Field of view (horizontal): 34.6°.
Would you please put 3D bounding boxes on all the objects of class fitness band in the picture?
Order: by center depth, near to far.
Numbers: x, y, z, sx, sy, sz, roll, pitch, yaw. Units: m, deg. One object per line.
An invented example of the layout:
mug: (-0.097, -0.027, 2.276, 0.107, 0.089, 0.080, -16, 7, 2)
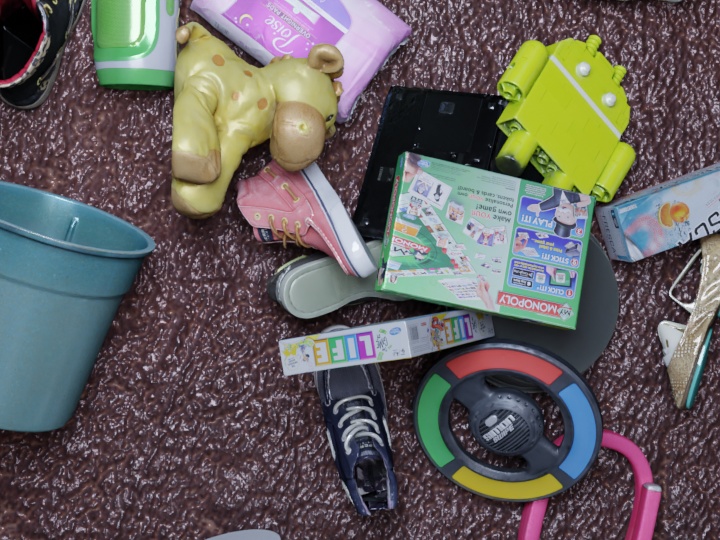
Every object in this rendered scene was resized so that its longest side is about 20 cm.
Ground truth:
fitness band: (0.251, 0.274, 1.273, 0.143, 0.037, 0.200, 13, 91, -8)

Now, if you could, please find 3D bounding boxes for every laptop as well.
laptop: (0.114, -0.084, 1.203, 0.200, 0.103, 0.177, 8, 69, 18)

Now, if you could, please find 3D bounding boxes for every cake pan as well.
cake pan: (0.191, 0.034, 1.235, 0.200, 0.037, 0.201, -1, 92, -15)

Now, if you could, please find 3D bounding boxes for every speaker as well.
speaker: (-0.221, -0.282, 1.142, 0.088, 0.088, 0.200, 0, 94, -8)

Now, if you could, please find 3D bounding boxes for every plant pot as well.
plant pot: (-0.322, 0.037, 1.107, 0.200, 0.200, 0.196, 18, 99, -9)

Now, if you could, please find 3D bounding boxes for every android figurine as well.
android figurine: (0.216, -0.158, 1.198, 0.182, 0.041, 0.200, 46, 63, -21)

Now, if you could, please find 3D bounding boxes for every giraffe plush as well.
giraffe plush: (-0.097, -0.148, 1.102, 0.162, 0.173, 0.200, 1, 88, -9)

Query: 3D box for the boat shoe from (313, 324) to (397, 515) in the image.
boat shoe: (0.000, 0.157, 1.201, 0.075, 0.093, 0.200, -15, 96, -6)

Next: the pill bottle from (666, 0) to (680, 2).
pill bottle: (0.244, -0.342, 1.187, 0.200, 0.113, 0.114, 9, 93, -9)

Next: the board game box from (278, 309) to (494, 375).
board game box: (0.031, 0.066, 1.124, 0.134, 0.200, 0.034, -10, 88, 29)

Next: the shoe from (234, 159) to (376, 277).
shoe: (-0.058, -0.044, 1.142, 0.091, 0.200, 0.072, -31, 135, 0)

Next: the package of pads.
package of pads: (-0.060, -0.254, 1.171, 0.200, 0.076, 0.121, 37, 87, -9)

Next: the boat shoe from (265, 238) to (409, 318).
boat shoe: (0.000, 0.000, 1.200, 0.201, 0.061, 0.072, -12, 103, -26)

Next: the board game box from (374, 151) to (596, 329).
board game box: (0.122, -0.027, 1.113, 0.200, 0.029, 0.135, 12, 84, -14)

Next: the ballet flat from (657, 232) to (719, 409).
ballet flat: (0.364, 0.051, 1.267, 0.065, 0.071, 0.200, 20, 88, 18)

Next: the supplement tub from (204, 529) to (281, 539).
supplement tub: (-0.118, 0.381, 1.175, 0.145, 0.145, 0.200, -13, 96, -7)

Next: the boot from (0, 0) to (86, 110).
boot: (-0.311, -0.254, 1.098, 0.073, 0.151, 0.200, 18, 92, -9)

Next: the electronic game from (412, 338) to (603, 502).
electronic game: (0.152, 0.160, 1.208, 0.200, 0.042, 0.200, 7, 119, 13)

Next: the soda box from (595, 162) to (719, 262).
soda box: (0.360, -0.071, 1.244, 0.200, 0.068, 0.064, -20, 97, -7)
